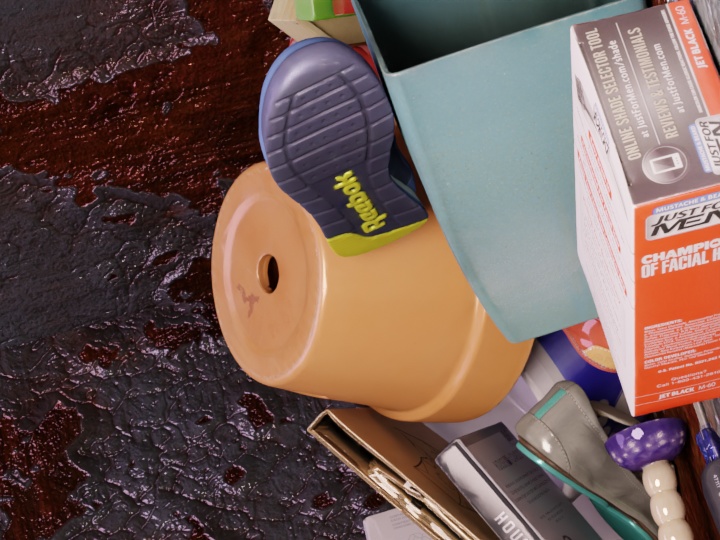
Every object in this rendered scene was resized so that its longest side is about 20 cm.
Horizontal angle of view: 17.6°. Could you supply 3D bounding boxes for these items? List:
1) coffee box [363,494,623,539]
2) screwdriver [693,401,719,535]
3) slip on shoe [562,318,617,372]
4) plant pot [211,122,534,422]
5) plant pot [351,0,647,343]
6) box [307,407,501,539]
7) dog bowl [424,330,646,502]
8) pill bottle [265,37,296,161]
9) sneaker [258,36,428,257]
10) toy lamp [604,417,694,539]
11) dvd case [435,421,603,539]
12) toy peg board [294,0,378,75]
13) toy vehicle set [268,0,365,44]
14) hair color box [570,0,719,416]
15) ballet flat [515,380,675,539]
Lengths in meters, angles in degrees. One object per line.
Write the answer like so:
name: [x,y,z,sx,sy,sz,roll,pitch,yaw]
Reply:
coffee box: [0.129,0.292,1.753,0.200,0.200,0.198,-110,6,-61]
screwdriver: [0.185,0.077,1.291,0.029,0.028,0.200,-61,35,42]
slip on shoe: [0.134,0.005,1.445,0.200,0.074,0.061,-121,40,-65]
plant pot: [0.000,0.000,1.453,0.200,0.140,0.200,5,97,56]
plant pot: [0.093,-0.073,1.301,0.141,0.141,0.200,-109,2,-59]
box: [0.057,0.144,1.499,0.163,0.021,0.200,40,-172,13]
dog bowl: [0.098,0.066,1.590,0.200,0.079,0.200,41,153,26]
pill bottle: [-0.010,-0.081,1.655,0.112,0.112,0.200,82,-163,-67]
sneaker: [-0.018,-0.080,1.278,0.200,0.074,0.082,69,-178,-64]
toy lamp: [0.195,0.188,1.381,0.058,0.058,0.200,83,171,-70]
dvd case: [0.132,0.181,1.463,0.200,0.025,0.150,49,-170,9]
toy peg board: [0.030,-0.193,1.447,0.199,0.098,0.200,13,111,64]
toy vehicle set: [0.013,-0.233,1.581,0.124,0.026,0.200,33,-110,-49]
hair color box: [0.149,-0.026,1.157,0.200,0.064,0.111,78,178,-58]
ballet flat: [0.169,0.131,1.489,0.067,0.064,0.200,36,176,44]
